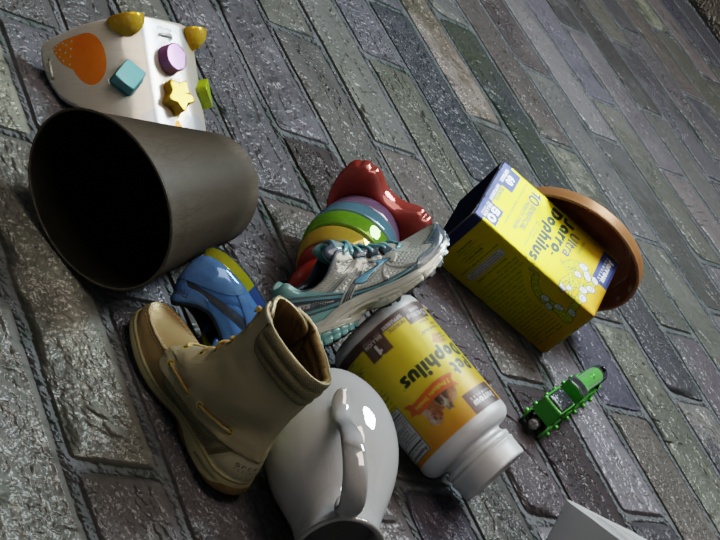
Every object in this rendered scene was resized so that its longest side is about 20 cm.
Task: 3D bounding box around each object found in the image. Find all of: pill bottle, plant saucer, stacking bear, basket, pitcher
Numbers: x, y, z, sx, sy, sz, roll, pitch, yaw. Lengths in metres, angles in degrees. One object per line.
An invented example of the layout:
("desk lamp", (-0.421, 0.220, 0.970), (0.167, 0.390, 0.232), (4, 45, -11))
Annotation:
("pill bottle", (0.072, 0.131, 1.587), (0.200, 0.109, 0.109), (49, 27, 12))
("plant saucer", (0.271, -0.030, 2.015), (0.200, 0.200, 0.032), (40, 56, -7))
("stacking bear", (-0.019, -0.007, 1.663), (0.121, 0.114, 0.200), (41, 37, -6))
("basket", (-0.192, -0.072, 1.493), (0.181, 0.136, 0.199), (51, 24, 14))
("pitcher", (-0.019, 0.163, 1.349), (0.120, 0.173, 0.201), (6, 39, -10))

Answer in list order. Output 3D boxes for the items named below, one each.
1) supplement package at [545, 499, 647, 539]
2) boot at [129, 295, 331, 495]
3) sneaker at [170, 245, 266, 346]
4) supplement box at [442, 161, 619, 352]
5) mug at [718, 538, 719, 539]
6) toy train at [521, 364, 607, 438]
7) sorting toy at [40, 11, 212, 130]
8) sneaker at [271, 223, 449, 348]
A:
("supplement package", (0.273, 0.328, 1.546), (0.199, 0.115, 0.109), (28, 2, -27))
("boot", (-0.114, 0.070, 1.360), (0.072, 0.156, 0.201), (8, 41, -47))
("sneaker", (-0.106, 0.072, 1.484), (0.201, 0.066, 0.079), (51, 62, -24))
("supplement box", (0.204, -0.016, 1.955), (0.199, 0.109, 0.109), (40, 48, -8))
("mug", (0.478, 0.406, 1.771), (0.178, 0.132, 0.201), (59, 11, -33))
("toy train", (0.248, 0.150, 1.869), (0.042, 0.056, 0.200), (48, 27, 10))
("sorting toy", (-0.215, -0.166, 1.661), (0.199, 0.106, 0.182), (2, 67, -54))
("sneaker", (0.000, 0.000, 1.551), (0.087, 0.199, 0.077), (59, -19, -9))
